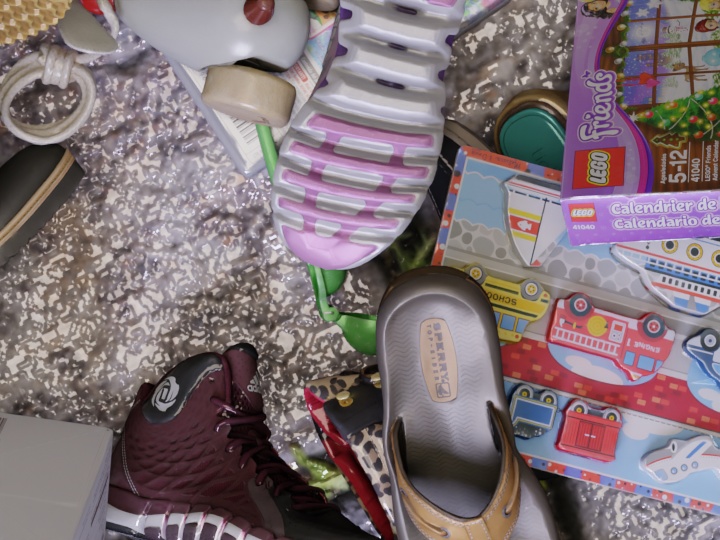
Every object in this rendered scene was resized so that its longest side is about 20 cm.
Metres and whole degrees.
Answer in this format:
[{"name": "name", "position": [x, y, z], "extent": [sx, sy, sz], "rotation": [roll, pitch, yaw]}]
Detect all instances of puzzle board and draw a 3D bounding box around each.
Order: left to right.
[{"name": "puzzle board", "position": [0.128, 0.033, 1.544], "extent": [0.199, 0.017, 0.152], "rotation": [15, 84, -9]}]

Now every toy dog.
[{"name": "toy dog", "position": [-0.106, -0.143, 1.572], "extent": [0.198, 0.096, 0.133], "rotation": [-3, 78, 2]}]

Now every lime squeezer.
[{"name": "lime squeezer", "position": [0.000, 0.000, 1.620], "extent": [0.200, 0.038, 0.071], "rotation": [40, 105, -6]}]

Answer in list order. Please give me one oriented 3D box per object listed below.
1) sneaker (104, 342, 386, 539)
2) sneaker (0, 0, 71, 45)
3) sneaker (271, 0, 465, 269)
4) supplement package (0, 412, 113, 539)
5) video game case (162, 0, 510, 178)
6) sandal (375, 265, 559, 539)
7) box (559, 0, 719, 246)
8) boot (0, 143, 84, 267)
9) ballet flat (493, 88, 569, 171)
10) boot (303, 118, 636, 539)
[{"name": "sneaker", "position": [-0.055, 0.098, 1.582], "extent": [0.199, 0.076, 0.116], "rotation": [11, 80, 33]}, {"name": "sneaker", "position": [-0.225, -0.163, 1.562], "extent": [0.199, 0.075, 0.091], "rotation": [-9, 68, 36]}, {"name": "sneaker", "position": [0.010, -0.098, 1.578], "extent": [0.080, 0.088, 0.201], "rotation": [17, 93, -2]}, {"name": "supplement package", "position": [-0.218, 0.191, 1.547], "extent": [0.151, 0.151, 0.201], "rotation": [8, 113, 3]}, {"name": "video game case", "position": [-0.042, -0.183, 1.635], "extent": [0.182, 0.024, 0.201], "rotation": [-34, 89, 1]}, {"name": "sandal", "position": [0.053, 0.097, 1.496], "extent": [0.081, 0.055, 0.201], "rotation": [-9, 110, 1]}, {"name": "box", "position": [0.178, -0.101, 1.549], "extent": [0.136, 0.039, 0.201], "rotation": [-3, 48, 13]}, {"name": "boot", "position": [-0.259, -0.036, 1.599], "extent": [0.200, 0.077, 0.139], "rotation": [-40, 98, -9]}, {"name": "ballet flat", "position": [0.140, -0.010, 1.611], "extent": [0.068, 0.063, 0.201], "rotation": [-24, 95, 24]}, {"name": "boot", "position": [0.039, 0.035, 1.577], "extent": [0.150, 0.073, 0.201], "rotation": [-27, 86, -12]}]
